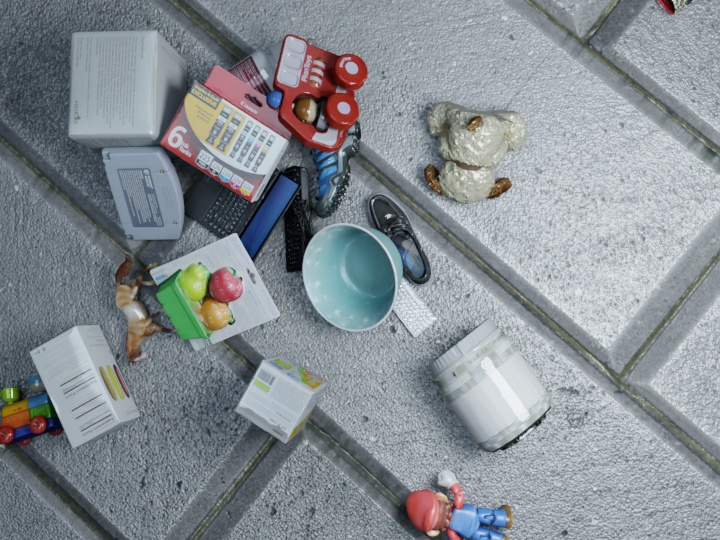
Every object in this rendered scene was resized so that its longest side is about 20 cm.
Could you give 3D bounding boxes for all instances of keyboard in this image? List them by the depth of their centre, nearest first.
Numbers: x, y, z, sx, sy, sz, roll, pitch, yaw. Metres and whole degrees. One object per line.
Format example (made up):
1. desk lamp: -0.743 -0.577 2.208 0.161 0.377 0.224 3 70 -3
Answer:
1. keyboard: -0.127 -0.101 1.685 0.039 0.103 0.205 0 85 -39
2. keyboard: 0.064 0.032 1.697 0.056 0.011 0.201 -39 84 3

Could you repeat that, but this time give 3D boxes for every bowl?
1. bowl: 0.000 0.000 1.639 0.197 0.105 0.206 9 109 26

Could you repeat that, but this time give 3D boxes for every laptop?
1. laptop: -0.231 -0.140 1.694 0.198 0.103 0.179 34 90 4

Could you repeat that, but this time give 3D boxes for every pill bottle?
1. pill bottle: -0.209 -0.352 1.702 0.198 0.110 0.111 -31 84 4

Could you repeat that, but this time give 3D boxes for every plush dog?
1. plush dog: 0.208 -0.209 1.641 0.195 0.161 0.176 9 111 6

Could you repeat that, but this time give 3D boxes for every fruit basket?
1. fruit basket: -0.276 0.041 1.674 0.197 0.094 0.188 -24 111 11

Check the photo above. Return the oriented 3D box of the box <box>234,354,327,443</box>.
1. box: -0.140 0.230 1.613 0.111 0.200 0.103 31 91 5

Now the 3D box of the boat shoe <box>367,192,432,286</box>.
1. boat shoe: 0.073 -0.062 1.674 0.069 0.066 0.203 -27 84 4

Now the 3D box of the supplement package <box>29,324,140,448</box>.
1. supplement package: -0.529 0.221 1.701 0.108 0.114 0.203 -27 85 5

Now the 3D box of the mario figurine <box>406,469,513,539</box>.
1. mario figurine: 0.179 0.452 1.640 0.196 0.107 0.125 17 52 -3

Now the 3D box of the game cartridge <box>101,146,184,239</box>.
1. game cartridge: -0.409 -0.148 1.692 0.130 0.042 0.203 -3 129 3

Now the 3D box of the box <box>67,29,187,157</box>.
1. box: -0.438 -0.330 1.680 0.167 0.199 0.205 1 85 6

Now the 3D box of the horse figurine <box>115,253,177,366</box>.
1. horse figurine: -0.433 0.069 1.725 0.130 0.050 0.204 -22 92 22

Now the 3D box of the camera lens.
1. camera lens: 0.236 0.211 1.592 0.159 0.160 0.202 -37 83 3

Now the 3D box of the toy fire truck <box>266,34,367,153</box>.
1. toy fire truck: -0.086 -0.321 1.614 0.164 0.112 0.204 17 67 -12

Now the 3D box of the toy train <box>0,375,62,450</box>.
1. toy train: -0.690 0.286 1.735 0.196 0.085 0.118 -17 74 5

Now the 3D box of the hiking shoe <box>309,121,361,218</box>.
1. hiking shoe: -0.061 -0.199 1.701 0.085 0.075 0.204 15 78 11

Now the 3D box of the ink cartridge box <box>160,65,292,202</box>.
1. ink cartridge box: -0.236 -0.255 1.616 0.198 0.084 0.178 31 95 -3

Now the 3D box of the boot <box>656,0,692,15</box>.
1. boot: 0.596 -0.595 1.641 0.152 0.073 0.206 -32 87 -1
